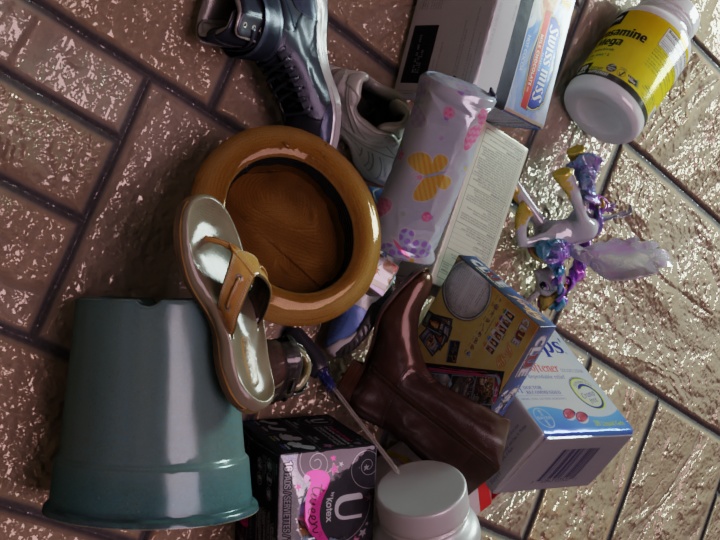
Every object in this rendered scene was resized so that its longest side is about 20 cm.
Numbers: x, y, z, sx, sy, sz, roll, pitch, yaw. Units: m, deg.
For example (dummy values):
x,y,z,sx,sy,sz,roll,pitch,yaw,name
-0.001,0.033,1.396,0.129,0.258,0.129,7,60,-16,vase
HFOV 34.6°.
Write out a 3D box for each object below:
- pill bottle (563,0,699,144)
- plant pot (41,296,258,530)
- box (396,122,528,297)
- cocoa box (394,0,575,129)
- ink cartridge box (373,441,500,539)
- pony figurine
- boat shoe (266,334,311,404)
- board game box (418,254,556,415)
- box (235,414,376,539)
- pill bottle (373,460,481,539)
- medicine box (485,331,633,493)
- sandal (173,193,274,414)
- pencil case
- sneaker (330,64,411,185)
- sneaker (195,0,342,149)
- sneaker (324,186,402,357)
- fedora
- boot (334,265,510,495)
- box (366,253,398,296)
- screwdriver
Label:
x,y,z,sx,sy,sz,roll,pitch,yaw,name
0.361,-0.272,1.517,0.200,0.112,0.113,-53,126,-21,pill bottle
-0.193,0.123,1.075,0.199,0.199,0.198,1,89,-40,plant pot
0.116,-0.070,1.365,0.095,0.077,0.201,26,80,-40,box
0.147,-0.276,1.319,0.131,0.133,0.202,17,87,-42,cocoa box
0.071,0.257,1.355,0.199,0.116,0.068,-30,123,-33,ink cartridge box
0.277,-0.052,1.479,0.192,0.167,0.201,-21,118,-1,pony figurine
-0.081,0.103,1.162,0.064,0.200,0.074,-4,85,-1,boat shoe
0.116,0.104,1.291,0.034,0.135,0.201,2,123,-48,board game box
-0.059,0.268,1.228,0.114,0.132,0.202,-3,100,-26,box
0.074,0.308,1.216,0.113,0.113,0.201,-28,122,-34,pill bottle
0.190,0.154,1.375,0.181,0.200,0.103,5,129,-43,medicine box
-0.107,0.027,1.022,0.080,0.054,0.202,-19,94,-58,sandal
0.071,-0.107,1.205,0.083,0.091,0.201,19,104,-3,pencil case
0.028,-0.149,1.262,0.200,0.099,0.078,35,73,-39,sneaker
-0.093,-0.199,1.156,0.146,0.077,0.204,-13,96,-50,sneaker
0.000,0.000,1.296,0.077,0.076,0.201,24,84,-12,sneaker
-0.078,-0.038,1.132,0.199,0.082,0.202,4,78,-19,fedora
0.094,0.120,1.244,0.187,0.199,0.064,-61,158,11,boot
-0.050,-0.042,1.213,0.199,0.041,0.039,36,75,-19,box
-0.022,0.141,1.231,0.029,0.201,0.028,-29,155,-12,screwdriver
